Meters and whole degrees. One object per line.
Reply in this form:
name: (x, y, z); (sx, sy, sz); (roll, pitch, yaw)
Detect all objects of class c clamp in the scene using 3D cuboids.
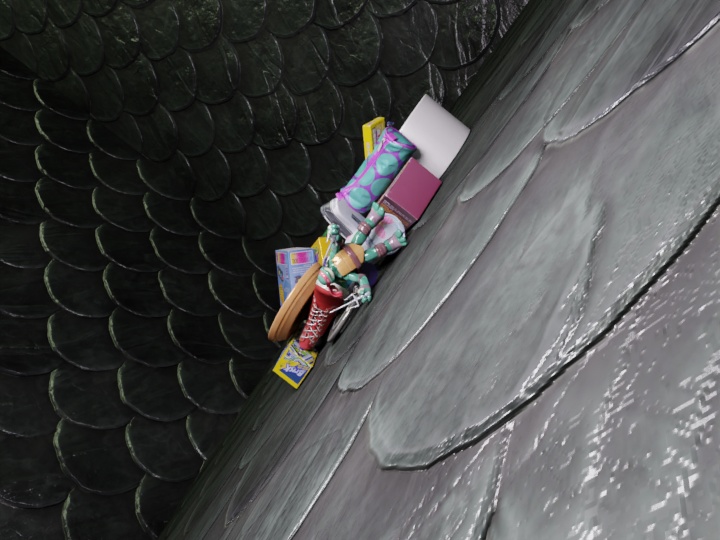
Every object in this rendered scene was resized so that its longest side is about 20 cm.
c clamp: (-0.021, 0.068, 1.218); (0.172, 0.027, 0.200); (-54, 4, 11)

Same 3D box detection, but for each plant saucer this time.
plant saucer: (-0.135, 0.077, 1.291); (0.202, 0.037, 0.200); (-57, -5, -8)

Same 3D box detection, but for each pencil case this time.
pencil case: (0.027, -0.057, 1.223); (0.200, 0.089, 0.085); (147, 114, -73)
pencil case: (0.035, -0.222, 1.289); (0.091, 0.086, 0.201); (7, -47, -42)

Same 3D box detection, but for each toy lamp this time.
toy lamp: (-0.030, -0.002, 1.219); (0.059, 0.058, 0.199); (-54, 22, -9)

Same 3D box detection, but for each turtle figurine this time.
turtle figurine: (-0.016, -0.025, 1.073); (0.199, 0.151, 0.100); (-40, 17, -15)

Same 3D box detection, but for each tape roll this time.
tape roll: (0.149, -0.294, 1.388); (0.204, 0.138, 0.203); (-54, 5, 7)

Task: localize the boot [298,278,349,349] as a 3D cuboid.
boot: (-0.087, 0.097, 1.233); (0.146, 0.071, 0.200); (-60, -7, -13)

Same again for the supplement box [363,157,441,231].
supplement box: (0.084, -0.139, 1.260); (0.111, 0.085, 0.200); (-55, 4, -21)

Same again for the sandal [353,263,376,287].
sandal: (0.000, 0.000, 1.406); (0.077, 0.042, 0.200); (-54, 4, 3)

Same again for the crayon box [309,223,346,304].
crayon box: (-0.086, 0.002, 1.429); (0.127, 0.050, 0.205); (139, 122, -65)

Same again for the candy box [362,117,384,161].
candy box: (0.041, -0.272, 1.461); (0.102, 0.026, 0.204); (-51, -40, -58)

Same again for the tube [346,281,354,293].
tube: (-0.007, -0.005, 1.536); (0.201, 0.050, 0.078); (-54, -4, -29)

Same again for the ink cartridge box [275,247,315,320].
ink cartridge box: (-0.157, 0.047, 1.459); (0.136, 0.075, 0.205); (-172, 75, -69)

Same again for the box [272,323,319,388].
box: (-0.139, 0.188, 1.316); (0.065, 0.070, 0.200); (-53, 4, 10)

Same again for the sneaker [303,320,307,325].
sneaker: (-0.113, 0.140, 1.514); (0.080, 0.074, 0.201); (-37, 18, 32)

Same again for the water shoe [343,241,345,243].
water shoe: (-0.065, -0.007, 1.584); (0.071, 0.078, 0.204); (2, 71, 56)

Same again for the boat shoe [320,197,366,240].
boat shoe: (-0.025, -0.102, 1.458); (0.067, 0.200, 0.073); (-17, 47, 33)
